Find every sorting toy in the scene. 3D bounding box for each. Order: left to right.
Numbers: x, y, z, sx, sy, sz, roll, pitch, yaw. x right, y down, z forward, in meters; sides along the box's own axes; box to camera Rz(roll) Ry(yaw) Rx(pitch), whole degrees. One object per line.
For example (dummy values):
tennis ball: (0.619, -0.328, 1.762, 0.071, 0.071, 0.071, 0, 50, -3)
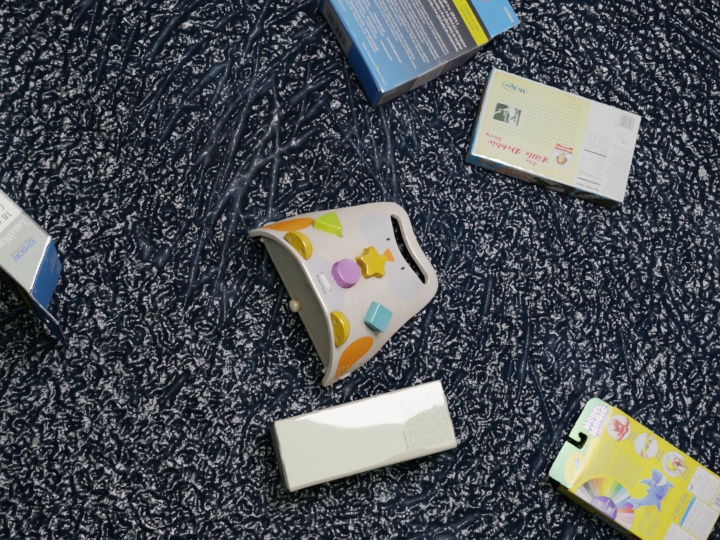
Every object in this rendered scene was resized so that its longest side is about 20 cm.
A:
sorting toy: (0.000, 0.000, 1.344, 0.179, 0.107, 0.201, -24, 84, -32)

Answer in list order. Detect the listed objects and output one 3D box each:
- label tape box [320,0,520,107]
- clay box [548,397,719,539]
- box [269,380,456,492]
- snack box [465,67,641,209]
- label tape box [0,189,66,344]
label tape box: (0.072, -0.309, 1.417, 0.199, 0.063, 0.145, -27, 84, -13)
clay box: (0.322, 0.248, 1.358, 0.199, 0.048, 0.115, 34, 76, 0)
box: (0.002, 0.187, 1.309, 0.198, 0.068, 0.083, -12, 81, -10)
snack box: (0.238, -0.162, 1.428, 0.198, 0.037, 0.117, 17, 77, -5)
label tape box: (-0.371, -0.021, 1.245, 0.200, 0.144, 0.063, 43, 74, 0)
